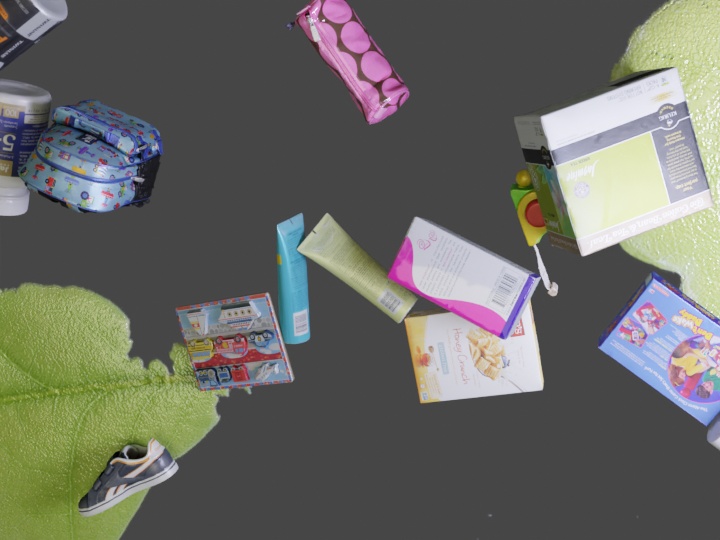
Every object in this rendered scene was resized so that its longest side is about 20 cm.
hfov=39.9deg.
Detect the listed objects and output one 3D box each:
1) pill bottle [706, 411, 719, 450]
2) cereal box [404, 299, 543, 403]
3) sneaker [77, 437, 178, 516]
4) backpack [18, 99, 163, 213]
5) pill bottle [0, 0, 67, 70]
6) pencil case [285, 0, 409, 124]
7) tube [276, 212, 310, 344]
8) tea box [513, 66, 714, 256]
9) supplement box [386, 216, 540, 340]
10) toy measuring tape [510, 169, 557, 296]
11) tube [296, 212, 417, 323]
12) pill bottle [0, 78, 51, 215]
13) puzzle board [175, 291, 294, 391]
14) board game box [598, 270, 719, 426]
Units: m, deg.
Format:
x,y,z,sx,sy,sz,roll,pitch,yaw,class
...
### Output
x,y,z,sx,sy,sz,roll,pitch,yaw,class
0.612,0.272,1.445,0.199,0.112,0.113,35,110,4,pill bottle
0.178,0.125,1.551,0.197,0.040,0.146,-9,102,16,cereal box
-0.422,0.358,1.747,0.198,0.079,0.080,-28,102,8,sneaker
-0.421,-0.171,1.536,0.181,0.200,0.136,25,110,7,backpack
-0.567,-0.385,1.564,0.199,0.106,0.107,-31,96,20,pill bottle
-0.014,-0.310,1.453,0.090,0.094,0.201,-37,94,20,pencil case
-0.108,0.015,1.579,0.050,0.077,0.203,7,110,20,tube
0.342,-0.149,1.353,0.198,0.134,0.199,-19,99,-5,tea box
0.154,0.009,1.471,0.198,0.103,0.102,28,98,13,supplement box
0.279,-0.060,1.465,0.073,0.074,0.202,-17,109,18,toy measuring tape
0.000,0.000,1.558,0.199,0.058,0.052,39,126,1,tube
-0.574,-0.199,1.610,0.118,0.120,0.202,16,108,9,pill bottle
-0.212,0.122,1.635,0.198,0.017,0.153,-9,103,31,puzzle board
0.473,0.116,1.472,0.199,0.045,0.135,36,110,2,board game box
